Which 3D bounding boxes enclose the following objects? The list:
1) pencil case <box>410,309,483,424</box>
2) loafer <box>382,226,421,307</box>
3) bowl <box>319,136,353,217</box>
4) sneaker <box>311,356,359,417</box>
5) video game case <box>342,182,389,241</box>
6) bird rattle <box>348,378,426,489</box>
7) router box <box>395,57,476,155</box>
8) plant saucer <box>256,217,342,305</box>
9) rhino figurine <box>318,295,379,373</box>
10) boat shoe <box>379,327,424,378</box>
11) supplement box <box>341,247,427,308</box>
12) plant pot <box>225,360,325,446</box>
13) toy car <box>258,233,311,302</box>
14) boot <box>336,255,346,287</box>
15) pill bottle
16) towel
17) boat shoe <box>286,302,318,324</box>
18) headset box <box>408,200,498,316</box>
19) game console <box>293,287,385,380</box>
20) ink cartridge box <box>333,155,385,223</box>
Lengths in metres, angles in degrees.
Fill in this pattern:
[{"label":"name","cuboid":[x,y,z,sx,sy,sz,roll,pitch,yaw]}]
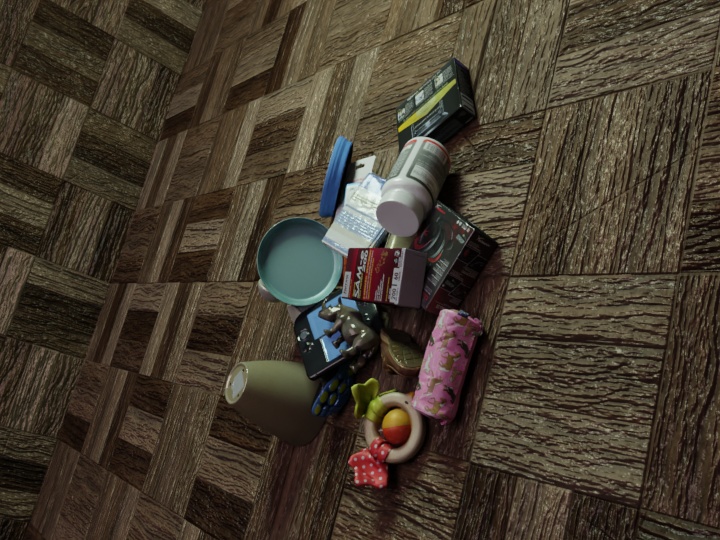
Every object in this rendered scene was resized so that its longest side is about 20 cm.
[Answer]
[{"label":"pencil case","cuboid":[0.157,0.173,1.345,0.086,0.081,0.204,-1,69,71]},{"label":"loafer","cuboid":[0.079,-0.021,1.560,0.074,0.068,0.205,15,90,19]},{"label":"bowl","cuboid":[-0.058,-0.228,1.833,0.201,0.039,0.205,16,-91,-89]},{"label":"sneaker","cuboid":[-0.057,0.227,1.626,0.082,0.070,0.203,-3,62,54]},{"label":"video game case","cuboid":[0.048,-0.133,1.659,0.196,0.018,0.146,-2,68,26]},{"label":"bird rattle","cuboid":[0.048,0.307,1.407,0.160,0.112,0.204,-17,58,29]},{"label":"router box","cuboid":[0.165,-0.356,1.672,0.199,0.052,0.160,-35,44,39]},{"label":"plant saucer","cuboid":[-0.138,-0.019,1.686,0.027,0.196,0.204,129,156,-74]},{"label":"rhino figurine","cuboid":[-0.029,0.121,1.547,0.087,0.060,0.200,-36,45,-7]},{"label":"boat shoe","cuboid":[0.078,0.173,1.447,0.200,0.070,0.069,-126,44,-74]},{"label":"supplement box","cuboid":[0.044,0.012,1.477,0.198,0.060,0.112,2,82,56]},{"label":"plant pot","cuboid":[-0.198,0.280,1.670,0.186,0.198,0.191,-31,47,40]},{"label":"toy car","cuboid":[-0.140,0.000,1.777,0.149,0.198,0.178,33,117,33]},{"label":"boot","cuboid":[0.000,0.000,1.685,0.199,0.074,0.110,7,84,59]},{"label":"pill bottle","cuboid":[0.108,-0.172,1.532,0.113,0.114,0.202,-23,31,46]},{"label":"towel","cuboid":[0.013,-0.114,1.638,0.146,0.024,0.202,27,80,39]},{"label":"boat shoe","cuboid":[-0.119,0.110,1.804,0.061,0.074,0.199,-29,16,-23]},{"label":"headset box","cuboid":[0.158,-0.012,1.457,0.202,0.074,0.149,-59,35,12]},{"label":"game console","cuboid":[-0.048,0.125,1.610,0.198,0.031,0.178,-31,43,9]},{"label":"ink cartridge box","cuboid":[0.003,-0.161,1.768,0.115,0.067,0.204,-6,66,52]}]
